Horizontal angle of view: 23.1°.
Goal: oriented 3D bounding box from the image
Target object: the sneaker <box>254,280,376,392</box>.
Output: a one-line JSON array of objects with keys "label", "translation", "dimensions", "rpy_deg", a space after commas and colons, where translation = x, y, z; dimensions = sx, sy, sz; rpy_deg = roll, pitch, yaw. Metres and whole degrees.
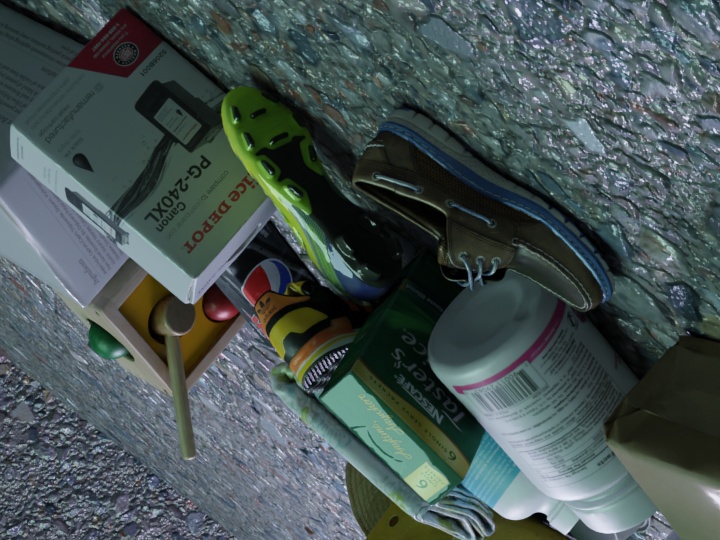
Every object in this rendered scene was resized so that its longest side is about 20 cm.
[{"label": "sneaker", "translation": [-0.019, 0.040, 1.440], "dimensions": [0.090, 0.070, 0.200], "rpy_deg": [49, -162, 13]}]

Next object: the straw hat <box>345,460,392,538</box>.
[{"label": "straw hat", "translation": [0.085, 0.243, 1.869], "dimensions": [0.201, 0.201, 0.085], "rpy_deg": [44, 120, -13]}]

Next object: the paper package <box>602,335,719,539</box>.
[{"label": "paper package", "translation": [0.294, 0.155, 1.173], "dimensions": [0.190, 0.104, 0.200], "rpy_deg": [16, 150, 55]}]

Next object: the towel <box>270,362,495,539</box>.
[{"label": "towel", "translation": [0.024, 0.159, 1.560], "dimensions": [0.200, 0.048, 0.171], "rpy_deg": [39, 180, 27]}]

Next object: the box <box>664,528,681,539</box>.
[{"label": "box", "translation": [0.267, 0.273, 1.363], "dimensions": [0.112, 0.200, 0.102], "rpy_deg": [34, 162, 24]}]

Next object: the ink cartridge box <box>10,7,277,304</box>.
[{"label": "ink cartridge box", "translation": [-0.168, -0.093, 1.458], "dimensions": [0.200, 0.145, 0.083], "rpy_deg": [39, 161, 2]}]

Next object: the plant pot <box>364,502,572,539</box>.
[{"label": "plant pot", "translation": [0.109, 0.309, 1.736], "dimensions": [0.200, 0.196, 0.194], "rpy_deg": [41, 172, -30]}]

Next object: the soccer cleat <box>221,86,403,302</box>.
[{"label": "soccer cleat", "translation": [-0.048, -0.055, 1.386], "dimensions": [0.200, 0.065, 0.084], "rpy_deg": [50, 149, 2]}]

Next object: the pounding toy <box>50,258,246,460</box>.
[{"label": "pounding toy", "translation": [-0.195, 0.045, 1.779], "dimensions": [0.142, 0.200, 0.184], "rpy_deg": [23, 157, 44]}]

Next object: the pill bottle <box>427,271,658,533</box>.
[{"label": "pill bottle", "translation": [0.150, 0.099, 1.319], "dimensions": [0.200, 0.114, 0.113], "rpy_deg": [49, 161, -26]}]

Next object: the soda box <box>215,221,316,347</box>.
[{"label": "soda box", "translation": [-0.102, -0.001, 1.699], "dimensions": [0.071, 0.063, 0.200], "rpy_deg": [21, 156, 48]}]

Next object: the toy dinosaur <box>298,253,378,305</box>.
[{"label": "toy dinosaur", "translation": [0.000, 0.000, 1.523], "dimensions": [0.088, 0.047, 0.200], "rpy_deg": [45, 168, -5]}]

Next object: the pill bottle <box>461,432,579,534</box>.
[{"label": "pill bottle", "translation": [0.115, 0.135, 1.494], "dimensions": [0.200, 0.111, 0.111], "rpy_deg": [38, 164, 8]}]

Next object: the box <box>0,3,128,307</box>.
[{"label": "box", "translation": [-0.309, -0.112, 1.671], "dimensions": [0.198, 0.172, 0.200], "rpy_deg": [28, 160, 35]}]

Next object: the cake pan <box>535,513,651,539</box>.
[{"label": "cake pan", "translation": [0.177, 0.189, 1.628], "dimensions": [0.200, 0.037, 0.200], "rpy_deg": [36, 163, 13]}]

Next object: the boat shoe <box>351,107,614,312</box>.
[{"label": "boat shoe", "translation": [0.081, -0.026, 1.217], "dimensions": [0.200, 0.072, 0.072], "rpy_deg": [36, 164, 13]}]

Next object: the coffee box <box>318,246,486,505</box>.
[{"label": "coffee box", "translation": [0.052, 0.078, 1.359], "dimensions": [0.123, 0.200, 0.044], "rpy_deg": [45, 123, -6]}]
